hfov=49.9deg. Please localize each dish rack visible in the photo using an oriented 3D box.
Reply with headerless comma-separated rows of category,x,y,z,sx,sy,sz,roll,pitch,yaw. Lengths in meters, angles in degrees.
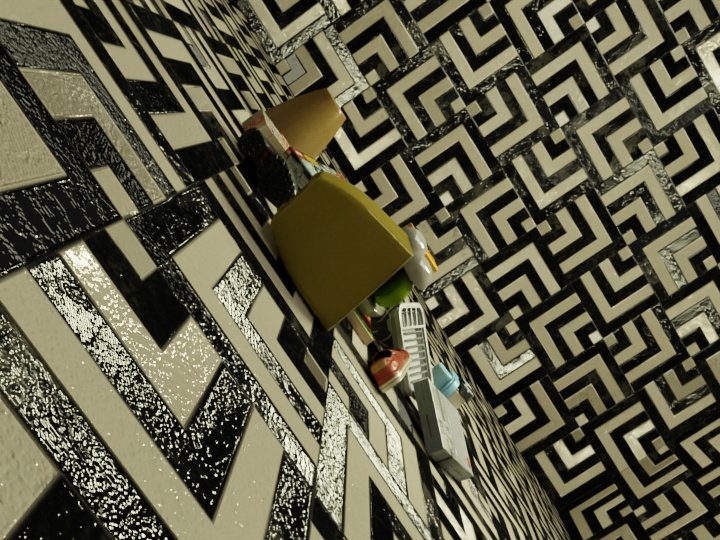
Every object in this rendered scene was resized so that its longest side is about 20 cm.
dish rack,0.106,0.175,1.678,0.171,0.043,0.205,5,75,-69

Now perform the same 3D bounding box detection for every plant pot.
plant pot,-0.047,-0.057,1.334,0.201,0.195,0.194,49,8,-10
plant pot,-0.142,-0.376,1.999,0.188,0.198,0.187,55,8,-11

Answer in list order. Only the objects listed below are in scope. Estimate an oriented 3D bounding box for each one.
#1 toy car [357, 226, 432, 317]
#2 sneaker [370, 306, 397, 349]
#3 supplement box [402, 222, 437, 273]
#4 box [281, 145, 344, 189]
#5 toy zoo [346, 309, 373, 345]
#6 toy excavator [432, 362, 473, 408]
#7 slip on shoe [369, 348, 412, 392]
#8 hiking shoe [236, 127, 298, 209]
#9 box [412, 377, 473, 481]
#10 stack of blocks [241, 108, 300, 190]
toy car,0.045,-0.018,1.612,0.150,0.173,0.202,46,24,-34
sneaker,0.059,0.110,1.804,0.087,0.077,0.202,55,7,-46
supplement box,0.081,-0.010,1.971,0.127,0.198,0.074,55,10,-23
box,-0.078,-0.187,1.701,0.138,0.040,0.199,54,18,28
toy zoo,-0.020,0.067,1.647,0.132,0.020,0.200,57,7,-15
toy excavator,0.199,0.276,2.061,0.201,0.100,0.194,49,6,-1
slip on shoe,0.056,0.179,1.502,0.062,0.074,0.200,54,11,0
hiking shoe,-0.164,-0.190,1.518,0.202,0.075,0.101,60,11,26
box,0.175,0.338,1.629,0.200,0.040,0.159,48,26,-51
stack of blocks,-0.187,-0.263,1.751,0.201,0.058,0.116,53,8,-35
